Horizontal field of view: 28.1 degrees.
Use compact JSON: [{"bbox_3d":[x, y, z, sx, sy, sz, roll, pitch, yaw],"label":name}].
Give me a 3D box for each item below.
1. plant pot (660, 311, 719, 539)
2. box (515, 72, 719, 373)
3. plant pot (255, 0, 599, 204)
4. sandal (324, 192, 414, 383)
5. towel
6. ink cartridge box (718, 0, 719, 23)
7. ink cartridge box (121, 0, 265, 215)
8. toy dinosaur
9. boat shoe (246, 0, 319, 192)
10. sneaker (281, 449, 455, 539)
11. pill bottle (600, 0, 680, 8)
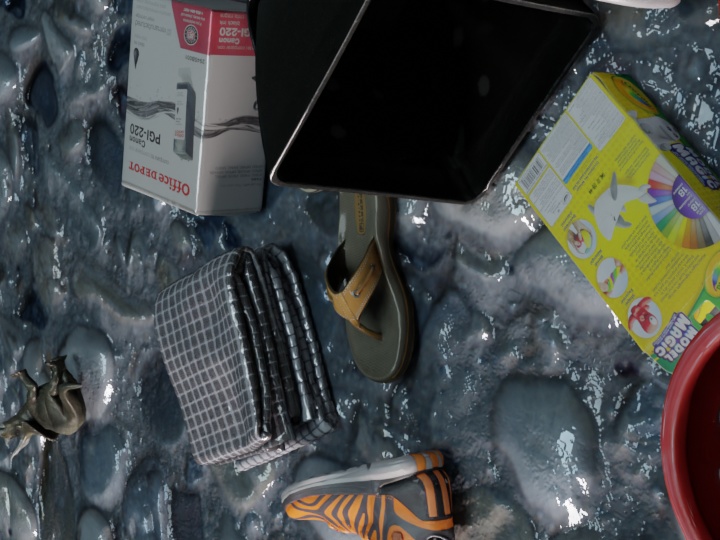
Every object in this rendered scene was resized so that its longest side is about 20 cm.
[{"bbox_3d":[0.302,0.099,0.822,0.200,0.182,0.201,8,101,48],"label":"plant pot"},{"bbox_3d":[0.205,-0.034,1.027,0.200,0.048,0.117,58,133,30],"label":"box"},{"bbox_3d":[0.026,-0.190,1.117,0.200,0.199,0.177,-57,43,37],"label":"plant pot"},{"bbox_3d":[0.000,0.000,1.265,0.082,0.055,0.200,-1,94,50],"label":"sandal"},{"bbox_3d":[-0.121,0.089,1.398,0.166,0.086,0.200,-27,75,49],"label":"towel"},{"bbox_3d":[0.291,-0.218,0.896,0.200,0.050,0.109,-4,92,49],"label":"ink cartridge box"},{"bbox_3d":[-0.160,-0.165,1.412,0.146,0.085,0.200,22,113,47],"label":"ink cartridge box"},{"bbox_3d":[-0.359,0.157,1.713,0.200,0.077,0.102,-16,95,45],"label":"toy dinosaur"},{"bbox_3d":[-0.066,-0.169,1.318,0.075,0.062,0.200,-9,89,48],"label":"boat shoe"},{"bbox_3d":[0.005,0.229,1.272,0.200,0.078,0.112,-22,77,49],"label":"sneaker"},{"bbox_3d":[0.184,-0.286,0.965,0.114,0.114,0.200,31,118,43],"label":"pill bottle"}]
